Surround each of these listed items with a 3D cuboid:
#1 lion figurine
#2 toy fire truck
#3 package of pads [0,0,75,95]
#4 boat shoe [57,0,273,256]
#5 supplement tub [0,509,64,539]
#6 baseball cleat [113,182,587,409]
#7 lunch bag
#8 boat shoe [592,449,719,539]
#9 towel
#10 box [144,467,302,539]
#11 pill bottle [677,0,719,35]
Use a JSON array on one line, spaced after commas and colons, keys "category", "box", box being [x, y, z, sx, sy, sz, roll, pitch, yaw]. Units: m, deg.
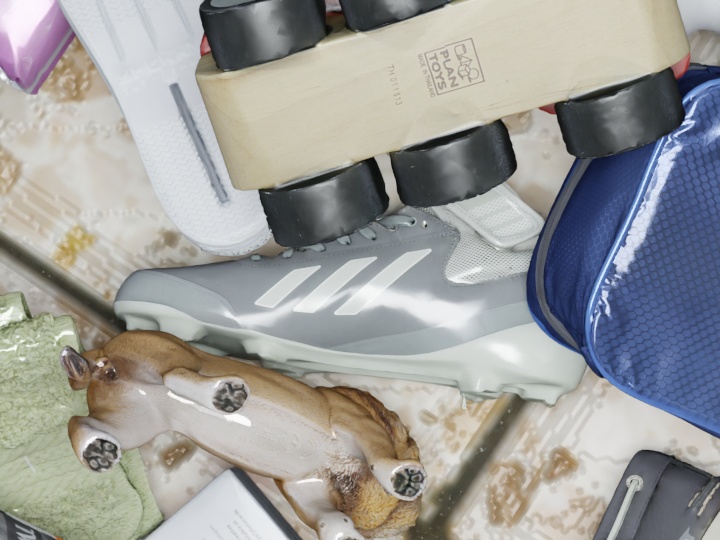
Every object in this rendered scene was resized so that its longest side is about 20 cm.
[{"category": "lion figurine", "box": [-0.048, 0.061, 1.179, 0.200, 0.122, 0.072, 33, 96, -25]}, {"category": "toy fire truck", "box": [0.036, -0.086, 1.155, 0.176, 0.200, 0.129, -17, 108, 6]}, {"category": "package of pads", "box": [-0.136, -0.188, 1.257, 0.120, 0.076, 0.200, 34, 91, 2]}, {"category": "boat shoe", "box": [-0.083, -0.099, 1.202, 0.072, 0.071, 0.200, -17, 87, 0]}, {"category": "supplement tub", "box": [-0.173, 0.137, 1.165, 0.200, 0.107, 0.107, 28, 90, -22]}, {"category": "baseball cleat", "box": [0.000, 0.000, 1.247, 0.200, 0.070, 0.107, 10, 80, -3]}, {"category": "lunch bag", "box": [0.175, 0.004, 1.181, 0.200, 0.132, 0.136, 26, 94, -11]}, {"category": "boat shoe", "box": [0.088, 0.164, 1.227, 0.063, 0.073, 0.200, 34, 86, 18]}, {"category": "towel", "box": [-0.192, 0.087, 1.221, 0.200, 0.148, 0.037, -16, 43, 7]}, {"category": "box", "box": [-0.079, 0.205, 1.249, 0.200, 0.041, 0.156, -41, 84, 3]}, {"category": "pill bottle", "box": [0.097, -0.160, 1.216, 0.200, 0.112, 0.112, 24, 89, 6]}]
